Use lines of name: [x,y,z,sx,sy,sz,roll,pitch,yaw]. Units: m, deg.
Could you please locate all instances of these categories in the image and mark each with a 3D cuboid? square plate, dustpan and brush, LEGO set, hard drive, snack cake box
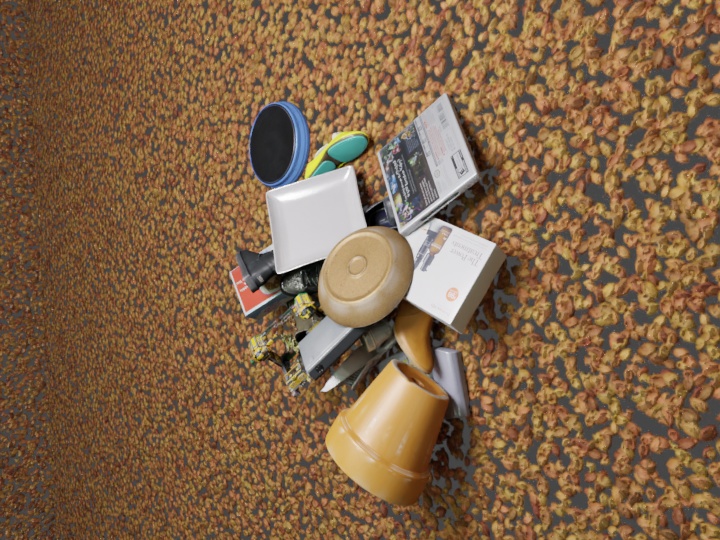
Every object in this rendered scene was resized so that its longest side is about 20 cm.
square plate: [-0.087,-0.101,1.225,0.193,0.029,0.204,-16,61,5]
dustpan and brush: [0.016,0.178,1.216,0.057,0.139,0.202,39,100,18]
LEGO set: [-0.122,0.161,1.239,0.198,0.155,0.117,-36,44,1]
hard drive: [-0.029,0.101,1.132,0.199,0.033,0.140,-44,18,0]
snack cake box: [-0.187,0.010,1.373,0.196,0.067,0.118,-31,70,10]

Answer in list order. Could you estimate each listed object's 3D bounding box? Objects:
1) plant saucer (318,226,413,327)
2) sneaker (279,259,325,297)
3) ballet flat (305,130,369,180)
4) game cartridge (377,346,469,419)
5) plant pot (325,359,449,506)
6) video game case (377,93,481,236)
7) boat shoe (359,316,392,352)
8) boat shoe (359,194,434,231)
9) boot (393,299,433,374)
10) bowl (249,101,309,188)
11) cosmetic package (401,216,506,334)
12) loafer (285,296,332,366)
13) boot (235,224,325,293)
plant saucer: [0.000,0.000,1.089,0.194,0.035,0.206,-15,56,23]
sneaker: [-0.087,0.009,1.249,0.192,0.114,0.079,-8,84,14]
ballet flat: [-0.057,-0.254,1.301,0.198,0.065,0.069,-36,47,40]
game cartridge: [0.115,0.218,1.168,0.197,0.040,0.138,-18,75,43]
plant pot: [0.064,0.273,1.083,0.199,0.198,0.187,35,98,36]
video game case: [0.119,-0.193,1.106,0.180,0.023,0.205,-36,51,30]
boat shoe: [0.023,0.102,1.202,0.201,0.070,0.072,-128,16,-75]
boat shoe: [0.076,-0.116,1.176,0.197,0.061,0.077,-21,76,41]
boot: [0.122,0.067,1.112,0.143,0.070,0.205,-40,57,23]
bowl: [-0.199,-0.298,1.447,0.197,0.039,0.209,2,93,44]
cosmetic package: [0.135,-0.003,1.059,0.198,0.051,0.154,29,88,46]
loafer: [-0.118,0.125,1.364,0.076,0.068,0.202,-52,58,31]
boot: [-0.165,-0.045,1.297,0.197,0.067,0.165,-35,30,-4]
